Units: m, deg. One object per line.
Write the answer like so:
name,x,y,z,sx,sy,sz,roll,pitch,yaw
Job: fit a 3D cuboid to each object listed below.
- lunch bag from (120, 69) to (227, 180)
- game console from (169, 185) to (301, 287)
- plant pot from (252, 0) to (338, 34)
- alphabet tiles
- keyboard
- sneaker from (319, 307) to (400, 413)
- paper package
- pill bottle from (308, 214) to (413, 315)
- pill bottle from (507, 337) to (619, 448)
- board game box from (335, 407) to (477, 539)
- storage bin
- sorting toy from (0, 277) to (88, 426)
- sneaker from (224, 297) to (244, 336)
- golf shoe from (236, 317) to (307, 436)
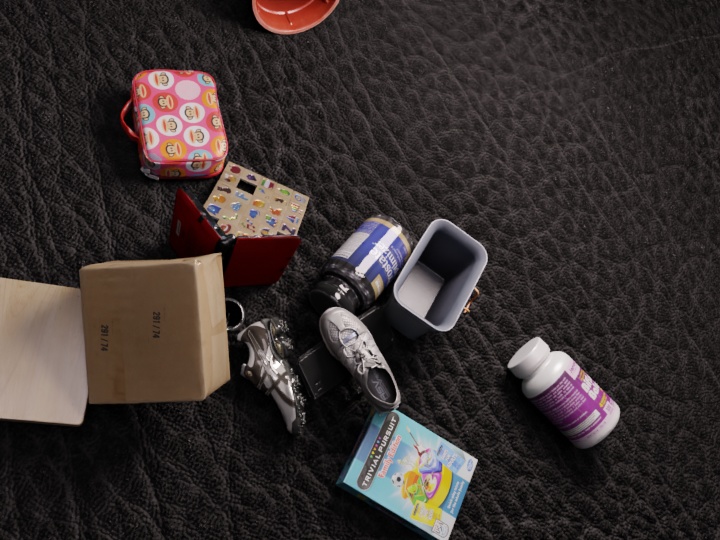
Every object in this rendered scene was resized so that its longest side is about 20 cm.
lunch bag,-0.339,-0.264,1.163,0.175,0.082,0.201,-6,71,-22
game console,-0.211,-0.051,1.052,0.119,0.200,0.173,-36,83,-30
plant pot,-0.162,-0.638,1.338,0.200,0.201,0.196,-15,65,-25
alphabet tiles,-0.187,-0.108,1.153,0.166,0.008,0.201,24,40,-10
keyboard,-0.014,0.158,1.114,0.200,0.021,0.128,-31,103,-33
sneaker,0.009,0.142,1.049,0.075,0.082,0.200,-37,92,-15
paper package,-0.295,0.082,0.934,0.189,0.103,0.201,-3,95,8
pill bottle,0.000,0.000,1.159,0.112,0.112,0.200,41,61,0
pill bottle,0.374,0.223,1.203,0.200,0.112,0.112,45,61,2
board game box,0.080,0.338,1.081,0.199,0.047,0.151,32,61,-5
storage bin,0.130,0.033,1.180,0.145,0.134,0.200,35,61,-3
sorting toy,-0.492,0.123,0.948,0.198,0.070,0.201,10,65,-17
sneaker,-0.262,0.110,1.022,0.071,0.099,0.200,47,62,2
golf shoe,-0.145,0.180,1.061,0.094,0.078,0.201,-16,75,-3
